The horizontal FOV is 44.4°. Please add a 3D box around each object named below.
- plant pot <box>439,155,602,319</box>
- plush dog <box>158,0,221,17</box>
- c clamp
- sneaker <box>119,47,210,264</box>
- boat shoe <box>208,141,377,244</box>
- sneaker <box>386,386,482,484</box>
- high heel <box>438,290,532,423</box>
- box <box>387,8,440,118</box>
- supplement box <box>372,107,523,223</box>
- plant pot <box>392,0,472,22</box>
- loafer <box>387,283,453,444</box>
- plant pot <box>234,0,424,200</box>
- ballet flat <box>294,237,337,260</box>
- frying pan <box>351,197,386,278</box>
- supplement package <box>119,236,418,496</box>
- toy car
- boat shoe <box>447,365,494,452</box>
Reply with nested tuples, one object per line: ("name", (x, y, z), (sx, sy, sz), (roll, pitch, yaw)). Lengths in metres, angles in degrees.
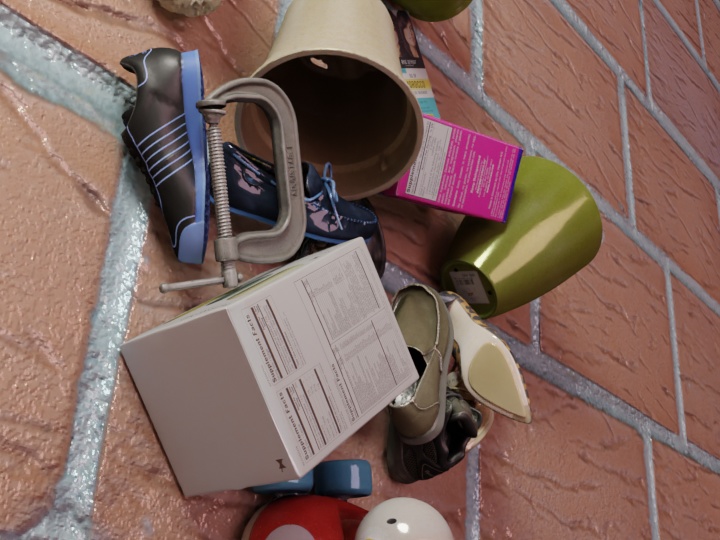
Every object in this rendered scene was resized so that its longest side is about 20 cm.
("plant pot", (0.200, -0.027, 1.205), (0.200, 0.186, 0.189), (-39, 107, -35))
("plush dog", (-0.180, -0.382, 0.864), (0.170, 0.160, 0.202), (24, 70, -17))
("c clamp", (-0.110, -0.082, 0.811), (0.170, 0.027, 0.203), (0, 86, -46))
("sneaker", (-0.182, -0.105, 0.826), (0.070, 0.077, 0.203), (163, -76, -84))
("boat shoe", (-0.061, -0.078, 0.907), (0.198, 0.084, 0.069), (12, 111, -34))
("sneaker", (0.088, 0.140, 1.030), (0.076, 0.113, 0.202), (29, 51, -42))
("high heel", (0.153, 0.104, 1.098), (0.201, 0.071, 0.142), (51, 9, 14))
("box", (0.055, -0.247, 1.189), (0.082, 0.049, 0.203), (-17, 90, -53))
("supplement box", (0.093, -0.130, 1.094), (0.198, 0.101, 0.105), (11, 94, -40))
("plant pot", (0.089, -0.433, 1.183), (0.193, 0.198, 0.203), (31, 49, -73))
("loafer", (0.061, 0.089, 0.980), (0.070, 0.074, 0.202), (54, 27, -45))
("plant pot", (-0.029, -0.212, 0.977), (0.200, 0.199, 0.185), (41, 36, -34))
("ballet flat", (-0.024, 0.052, 0.953), (0.074, 0.074, 0.202), (-16, 85, -52))
("frying pan", (0.007, -0.004, 1.040), (0.115, 0.031, 0.193), (-17, 92, -63))
("supplement package", (-0.077, 0.084, 0.809), (0.199, 0.151, 0.152), (-30, 99, -52))
("toy car", (0.008, 0.259, 0.810), (0.176, 0.198, 0.187), (19, 61, -46))
("boat shoe", (0.131, 0.157, 1.116), (0.070, 0.073, 0.200), (57, 31, -13))
